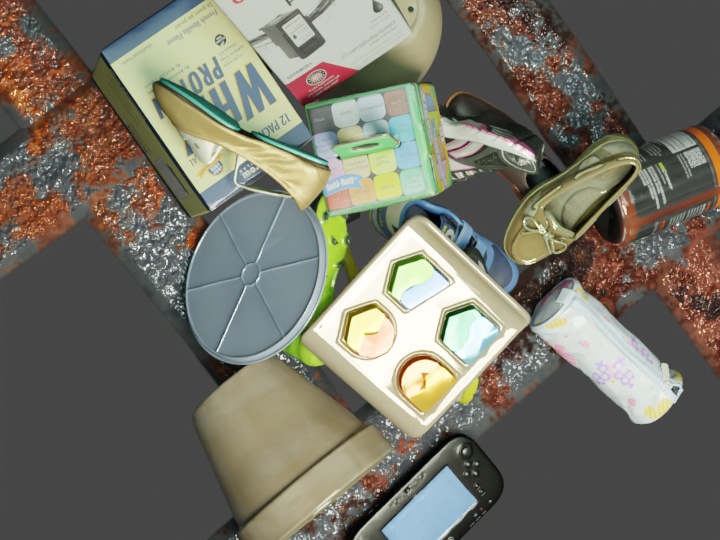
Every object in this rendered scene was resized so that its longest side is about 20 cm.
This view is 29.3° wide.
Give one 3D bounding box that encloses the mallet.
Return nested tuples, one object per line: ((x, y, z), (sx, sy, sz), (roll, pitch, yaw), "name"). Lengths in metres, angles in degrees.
((0.000, 0.000, 1.618), (0.066, 0.041, 0.201), (-29, 101, -9), "mallet")

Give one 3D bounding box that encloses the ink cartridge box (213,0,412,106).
((-0.059, -0.281, 1.394), (0.145, 0.200, 0.084), (-33, 53, 9), "ink cartridge box")

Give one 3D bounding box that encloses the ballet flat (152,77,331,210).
((-0.125, -0.120, 1.365), (0.199, 0.069, 0.063), (27, 98, -11), "ballet flat")

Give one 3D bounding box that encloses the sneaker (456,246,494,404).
((0.104, 0.068, 1.596), (0.084, 0.075, 0.201), (3, 114, -6), "sneaker")

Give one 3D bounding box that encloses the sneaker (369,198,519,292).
((0.104, -0.027, 1.617), (0.199, 0.082, 0.074), (29, 82, -15), "sneaker")

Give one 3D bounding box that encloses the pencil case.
((0.297, 0.098, 1.660), (0.200, 0.091, 0.083), (41, 81, -10), "pencil case")

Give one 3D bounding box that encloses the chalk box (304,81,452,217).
((0.020, -0.130, 1.476), (0.124, 0.200, 0.125), (-10, 96, 12), "chalk box")

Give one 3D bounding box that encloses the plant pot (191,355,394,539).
((-0.092, 0.195, 1.528), (0.200, 0.200, 0.174), (-39, 83, -11), "plant pot")

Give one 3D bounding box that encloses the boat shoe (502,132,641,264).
((0.242, -0.073, 1.588), (0.073, 0.063, 0.200), (41, 114, -19), "boat shoe")

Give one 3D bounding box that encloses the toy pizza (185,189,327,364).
((-0.113, 0.008, 1.530), (0.032, 0.200, 0.201), (26, 83, -52), "toy pizza")

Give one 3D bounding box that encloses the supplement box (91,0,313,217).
((-0.176, -0.177, 1.487), (0.134, 0.200, 0.200), (-37, 98, -11), "supplement box")

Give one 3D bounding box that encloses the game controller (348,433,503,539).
((0.079, 0.289, 1.633), (0.200, 0.042, 0.104), (-43, 99, -9), "game controller")

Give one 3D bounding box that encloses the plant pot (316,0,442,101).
((0.010, -0.289, 1.567), (0.199, 0.134, 0.202), (0, 91, -14), "plant pot")

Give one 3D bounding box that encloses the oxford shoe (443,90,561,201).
((0.183, -0.143, 1.640), (0.200, 0.073, 0.071), (40, 81, -11), "oxford shoe")

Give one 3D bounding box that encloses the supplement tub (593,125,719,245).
((0.377, -0.110, 1.671), (0.199, 0.107, 0.107), (-21, 95, -13), "supplement tub")

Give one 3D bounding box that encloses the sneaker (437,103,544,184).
((0.120, -0.136, 1.597), (0.080, 0.199, 0.087), (-21, 125, -53), "sneaker")

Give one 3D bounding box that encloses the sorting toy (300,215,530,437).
((0.062, 0.067, 1.528), (0.185, 0.036, 0.200), (42, 99, -15), "sorting toy")

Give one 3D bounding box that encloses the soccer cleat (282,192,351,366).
((-0.059, 0.009, 1.569), (0.067, 0.081, 0.201), (-7, 105, -51), "soccer cleat")
